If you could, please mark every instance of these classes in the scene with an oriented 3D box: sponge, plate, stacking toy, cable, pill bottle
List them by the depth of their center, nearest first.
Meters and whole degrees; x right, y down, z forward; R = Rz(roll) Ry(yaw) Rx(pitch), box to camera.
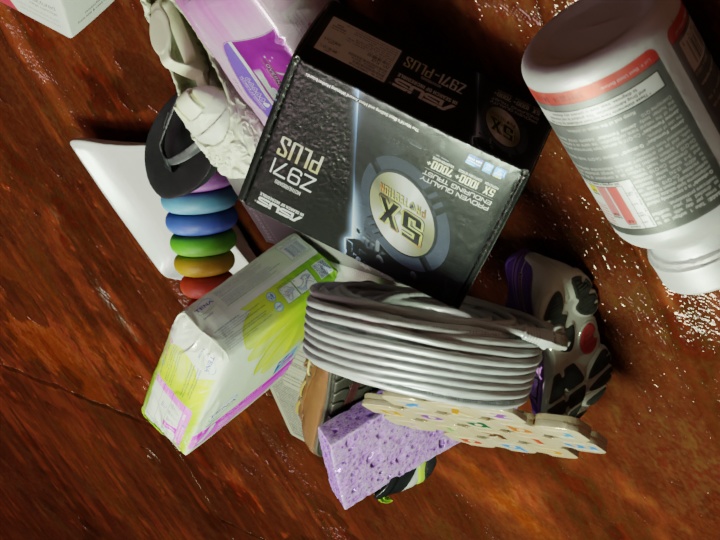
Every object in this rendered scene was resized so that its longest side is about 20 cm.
[{"bbox_3d":[0.203,-0.087,1.248,0.116,0.116,0.200,4,134,53],"label":"pill bottle"},{"bbox_3d":[0.050,0.057,1.504,0.200,0.069,0.200,7,-172,-21],"label":"cable"},{"bbox_3d":[0.056,0.135,1.710,0.030,0.200,0.112,50,161,36],"label":"sponge"},{"bbox_3d":[-0.151,-0.025,1.769,0.085,0.085,0.200,12,112,47],"label":"stacking toy"},{"bbox_3d":[-0.198,-0.067,1.955,0.200,0.032,0.200,6,136,50],"label":"plate"}]

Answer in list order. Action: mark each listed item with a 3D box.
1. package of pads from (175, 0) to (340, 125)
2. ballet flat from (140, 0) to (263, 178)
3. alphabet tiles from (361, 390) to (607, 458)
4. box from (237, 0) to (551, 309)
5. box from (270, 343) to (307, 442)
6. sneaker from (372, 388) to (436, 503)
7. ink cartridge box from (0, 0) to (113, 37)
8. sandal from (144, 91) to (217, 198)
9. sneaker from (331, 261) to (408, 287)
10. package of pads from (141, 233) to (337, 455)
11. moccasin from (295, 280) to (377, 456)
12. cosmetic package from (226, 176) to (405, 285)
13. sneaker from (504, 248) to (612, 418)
[{"bbox_3d":[-0.055,-0.179,1.524,0.120,0.076,0.200,1,133,53],"label":"package of pads"},{"bbox_3d":[-0.144,-0.166,1.590,0.200,0.072,0.072,67,158,12],"label":"ballet flat"},{"bbox_3d":[0.107,0.130,1.581,0.200,0.015,0.196,5,165,26],"label":"alphabet tiles"},{"bbox_3d":[0.027,-0.089,1.434,0.200,0.086,0.164,27,135,1],"label":"box"},{"bbox_3d":[-0.023,0.090,1.853,0.128,0.109,0.200,24,148,36],"label":"box"},{"bbox_3d":[0.015,0.149,1.764,0.072,0.083,0.200,36,153,50],"label":"sneaker"},{"bbox_3d":[-0.305,-0.326,1.646,0.145,0.083,0.200,30,152,26],"label":"ink cartridge box"},{"bbox_3d":[-0.143,-0.141,1.648,0.076,0.043,0.200,51,128,14],"label":"sandal"},{"bbox_3d":[0.000,0.000,1.715,0.200,0.075,0.089,25,137,53],"label":"sneaker"},{"bbox_3d":[-0.116,0.069,1.676,0.068,0.154,0.200,44,145,12],"label":"package of pads"},{"bbox_3d":[-0.018,0.081,1.674,0.078,0.074,0.201,55,150,32],"label":"moccasin"},{"bbox_3d":[-0.016,-0.066,1.632,0.200,0.090,0.107,13,145,42],"label":"cosmetic package"},{"bbox_3d":[0.165,0.059,1.603,0.083,0.081,0.200,38,148,42],"label":"sneaker"}]
